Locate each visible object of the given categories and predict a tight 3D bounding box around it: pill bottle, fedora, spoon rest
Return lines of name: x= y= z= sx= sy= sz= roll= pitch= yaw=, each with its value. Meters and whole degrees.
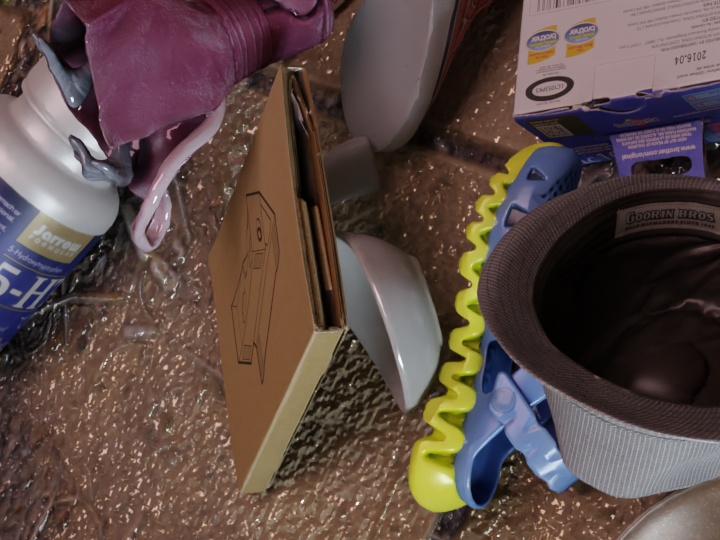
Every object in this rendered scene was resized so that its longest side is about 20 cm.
pill bottle: x=-0.229 y=-0.044 z=1.220 sx=0.200 sy=0.120 sz=0.120 roll=-47 pitch=51 yaw=14
fedora: x=0.143 y=0.041 z=0.879 sx=0.176 sy=0.091 sz=0.200 roll=21 pitch=42 yaw=18
spoon rest: x=0.000 y=0.000 z=1.026 sx=0.060 sy=0.100 sz=0.200 roll=-16 pitch=36 yaw=-1

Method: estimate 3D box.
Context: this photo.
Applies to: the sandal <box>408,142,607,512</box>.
sandal: x=0.091 y=0.034 z=0.968 sx=0.087 sy=0.079 sz=0.201 roll=13 pitch=94 yaw=25

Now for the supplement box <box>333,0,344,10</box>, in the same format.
supplement box: x=-0.078 y=-0.227 z=1.123 sx=0.126 sy=0.200 sz=0.074 roll=-41 pitch=50 yaw=17

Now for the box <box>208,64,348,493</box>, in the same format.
box: x=-0.050 y=0.009 z=1.047 sx=0.200 sy=0.021 sz=0.164 roll=115 pitch=150 yaw=-56

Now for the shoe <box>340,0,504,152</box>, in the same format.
shoe: x=0.055 y=-0.161 z=1.083 sx=0.071 sy=0.091 sz=0.201 roll=41 pitch=129 yaw=37

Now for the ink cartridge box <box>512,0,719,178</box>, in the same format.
ink cartridge box: x=0.158 y=-0.139 z=0.987 sx=0.136 sy=0.076 sz=0.201 roll=-7 pitch=67 yaw=37

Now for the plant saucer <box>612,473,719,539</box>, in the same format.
plant saucer: x=0.185 y=0.192 z=0.861 sx=0.200 sy=0.037 sz=0.201 roll=-14 pitch=65 yaw=32

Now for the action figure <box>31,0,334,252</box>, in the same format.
action figure: x=-0.073 y=-0.129 z=1.033 sx=0.200 sy=0.134 sz=0.149 roll=-28 pitch=77 yaw=-17
